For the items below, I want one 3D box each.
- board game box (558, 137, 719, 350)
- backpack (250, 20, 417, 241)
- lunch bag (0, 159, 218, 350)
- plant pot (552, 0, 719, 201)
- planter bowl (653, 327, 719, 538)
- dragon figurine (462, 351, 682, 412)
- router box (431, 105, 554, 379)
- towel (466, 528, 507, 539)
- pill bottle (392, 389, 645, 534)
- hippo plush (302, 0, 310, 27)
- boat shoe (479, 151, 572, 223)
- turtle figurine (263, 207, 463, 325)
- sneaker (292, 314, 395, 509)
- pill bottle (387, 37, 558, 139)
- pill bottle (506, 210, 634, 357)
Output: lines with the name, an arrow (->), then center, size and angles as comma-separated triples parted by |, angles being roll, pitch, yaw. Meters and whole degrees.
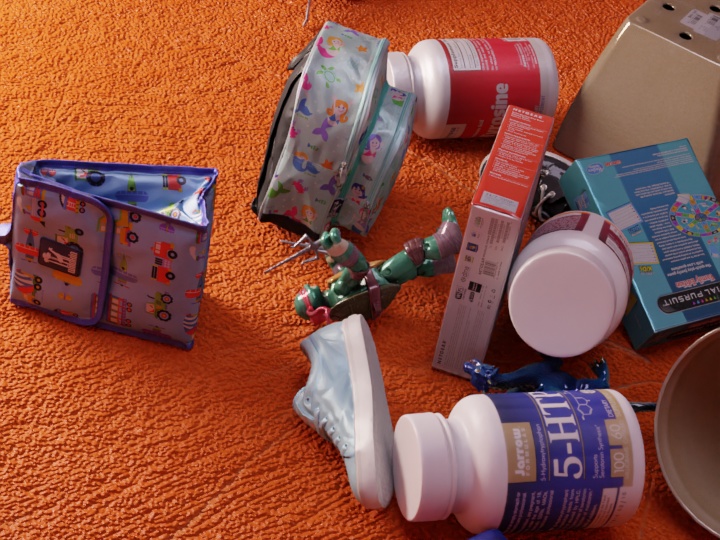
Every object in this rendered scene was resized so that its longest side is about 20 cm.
board game box -> 0.313, -0.030, 1.648 | 0.149, 0.047, 0.202 | -12, 68, -26
backpack -> -0.023, -0.145, 1.628 | 0.149, 0.202, 0.178 | 14, 34, 4
lunch bag -> -0.241, -0.026, 1.479 | 0.197, 0.152, 0.095 | 9, 39, -3
plant pot -> 0.368, -0.213, 1.831 | 0.199, 0.179, 0.199 | 29, 43, 21
planter bowl -> 0.379, 0.141, 1.428 | 0.199, 0.202, 0.134 | 32, 16, 24
dragon figurine -> 0.191, 0.125, 1.481 | 0.198, 0.059, 0.100 | 23, 41, 14
router box -> 0.129, -0.027, 1.535 | 0.048, 0.202, 0.180 | 16, 38, 7
towel -> 0.103, 0.310, 1.255 | 0.146, 0.050, 0.200 | -20, 49, -23
pill bottle -> 0.133, 0.166, 1.371 | 0.197, 0.121, 0.120 | -2, 41, -16
hippo plush -> -0.086, -0.411, 2.015 | 0.160, 0.159, 0.202 | 19, 79, 36
boat shoe -> 0.221, -0.072, 1.715 | 0.198, 0.074, 0.061 | 22, 35, 0
turtle figurine -> 0.000, 0.000, 1.555 | 0.198, 0.102, 0.150 | -17, 2, -11
sneaker -> -0.017, 0.135, 1.427 | 0.081, 0.074, 0.202 | -18, 45, 11
pill bottle -> 0.117, -0.208, 1.814 | 0.197, 0.113, 0.113 | -4, 42, -17
pill bottle -> 0.199, 0.013, 1.498 | 0.113, 0.116, 0.200 | 19, 14, 9
